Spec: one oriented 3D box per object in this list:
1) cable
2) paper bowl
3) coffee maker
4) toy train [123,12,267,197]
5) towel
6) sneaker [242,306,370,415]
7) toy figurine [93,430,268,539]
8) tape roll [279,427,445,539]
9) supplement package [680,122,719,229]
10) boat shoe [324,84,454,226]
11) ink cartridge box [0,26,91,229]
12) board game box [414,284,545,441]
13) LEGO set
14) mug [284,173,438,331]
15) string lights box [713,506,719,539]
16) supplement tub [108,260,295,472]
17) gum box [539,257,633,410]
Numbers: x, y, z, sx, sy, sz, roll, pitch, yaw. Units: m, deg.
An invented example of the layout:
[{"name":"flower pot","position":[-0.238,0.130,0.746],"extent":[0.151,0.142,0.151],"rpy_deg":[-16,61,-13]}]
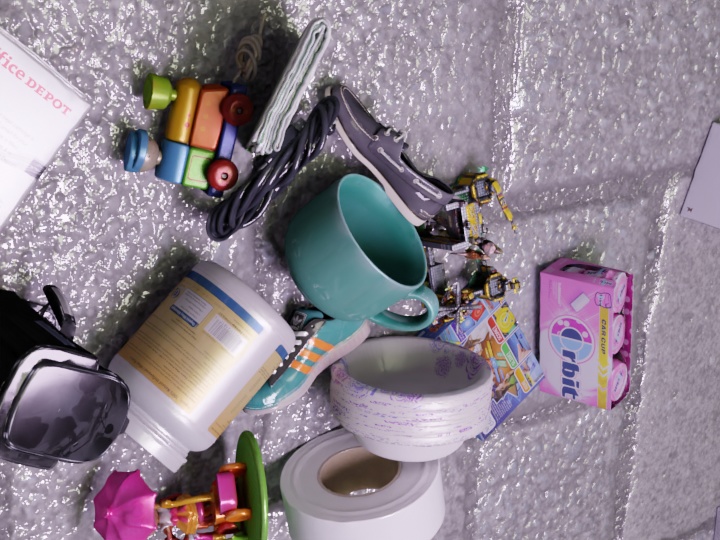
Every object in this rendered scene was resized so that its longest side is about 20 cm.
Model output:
[{"name":"cable","position":[-0.090,-0.104,1.334],"extent":[0.051,0.163,0.200],"rpy_deg":[46,77,-10]},{"name":"paper bowl","position":[0.061,0.162,1.516],"extent":[0.200,0.200,0.105],"rpy_deg":[-11,113,-33]},{"name":"coffee maker","position":[-0.347,0.103,1.187],"extent":[0.191,0.200,0.135],"rpy_deg":[-7,110,-35]},{"name":"toy train","position":[-0.176,-0.185,1.291],"extent":[0.115,0.085,0.201],"rpy_deg":[9,102,-25]},{"name":"towel","position":[-0.076,-0.187,1.291],"extent":[0.031,0.200,0.150],"rpy_deg":[27,91,-8]},{"name":"sneaker","position":[-0.076,0.089,1.475],"extent":[0.200,0.071,0.080],"rpy_deg":[-39,126,-28]},{"name":"toy figurine","position":[-0.215,0.274,1.414],"extent":[0.183,0.200,0.151],"rpy_deg":[-3,66,-17]},{"name":"tape roll","position":[0.004,0.274,1.517],"extent":[0.202,0.202,0.071],"rpy_deg":[-24,120,-28]},{"name":"supplement package","position":[0.624,-0.117,1.865],"extent":[0.199,0.150,0.152],"rpy_deg":[11,101,-39]},{"name":"boat shoe","position":[0.035,-0.145,1.434],"extent":[0.063,0.073,0.200],"rpy_deg":[-30,110,25]},{"name":"ink cartridge box","position":[-0.375,-0.127,1.154],"extent":[0.145,0.083,0.200],"rpy_deg":[41,81,-39]},{"name":"board game box","position":[0.166,0.121,1.686],"extent":[0.135,0.034,0.200],"rpy_deg":[-43,126,-17]},{"name":"LEGO set","position":[0.141,-0.028,1.539],"extent":[0.153,0.116,0.201],"rpy_deg":[-7,100,-31]},{"name":"mug","position":[-0.008,-0.004,1.418],"extent":[0.114,0.186,0.152],"rpy_deg":[-34,162,28]},{"name":"string lights box","position":[0.709,0.490,2.129],"extent":[0.059,0.200,0.103],"rpy_deg":[-15,116,-32]},{"name":"supplement tub","position":[-0.183,0.105,1.346],"extent":[0.200,0.144,0.145],"rpy_deg":[-49,129,-11]},{"name":"gum box","position":[0.316,0.083,1.726],"extent":[0.066,0.113,0.201],"rpy_deg":[-30,125,-46]}]
